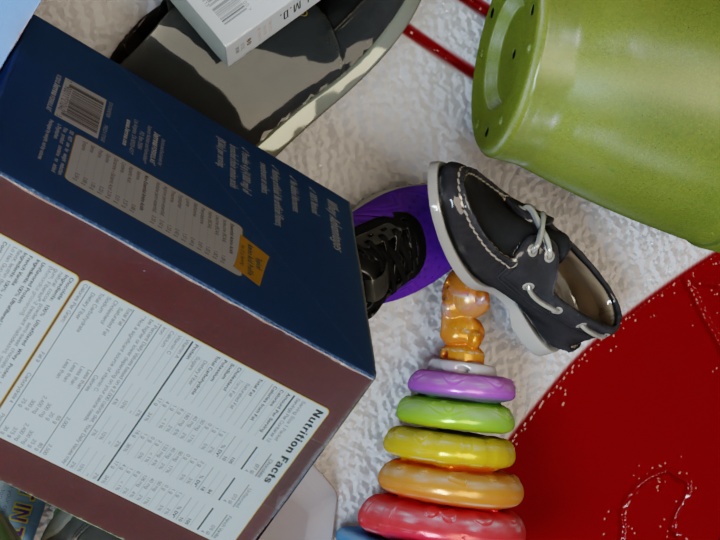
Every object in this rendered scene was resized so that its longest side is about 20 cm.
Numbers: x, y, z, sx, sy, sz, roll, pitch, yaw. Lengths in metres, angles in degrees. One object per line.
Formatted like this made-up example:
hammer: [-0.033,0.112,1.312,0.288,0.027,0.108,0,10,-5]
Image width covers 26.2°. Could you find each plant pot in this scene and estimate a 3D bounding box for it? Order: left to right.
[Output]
plant pot: [0.177,-0.117,0.961,0.192,0.200,0.202,9,95,-13]

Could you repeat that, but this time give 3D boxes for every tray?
tray: [-0.052,0.156,0.908,0.022,0.200,0.108,2,68,15]

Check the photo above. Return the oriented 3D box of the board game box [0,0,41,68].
board game box: [-0.234,-0.147,0.759,0.158,0.039,0.200,34,101,0]

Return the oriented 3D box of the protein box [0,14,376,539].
protein box: [-0.115,0.008,0.754,0.199,0.199,0.135,30,110,-18]

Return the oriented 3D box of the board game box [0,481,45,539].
board game box: [-0.264,0.076,0.862,0.195,0.056,0.201,19,91,-25]

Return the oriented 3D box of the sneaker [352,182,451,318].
sneaker: [0.000,0.001,0.938,0.199,0.099,0.070,-18,106,-23]

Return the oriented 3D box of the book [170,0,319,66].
book: [-0.037,-0.225,0.879,0.200,0.048,0.134,-37,77,-13]

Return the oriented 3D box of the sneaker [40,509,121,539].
sneaker: [-0.094,0.193,0.854,0.076,0.079,0.200,-53,124,-19]

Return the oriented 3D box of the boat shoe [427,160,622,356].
boat shoe: [0.104,-0.008,0.965,0.200,0.060,0.074,48,39,-44]

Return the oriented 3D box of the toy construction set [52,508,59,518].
toy construction set: [-0.147,0.203,0.914,0.131,0.092,0.201,22,95,-39]

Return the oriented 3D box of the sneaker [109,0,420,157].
sneaker: [-0.053,-0.144,0.907,0.200,0.075,0.106,-47,113,-9]

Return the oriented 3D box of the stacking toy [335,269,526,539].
stacking toy: [0.060,0.096,0.988,0.109,0.116,0.201,8,86,-23]

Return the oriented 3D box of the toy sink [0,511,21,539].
toy sink: [-0.261,0.111,0.768,0.112,0.130,0.200,-43,111,-11]
